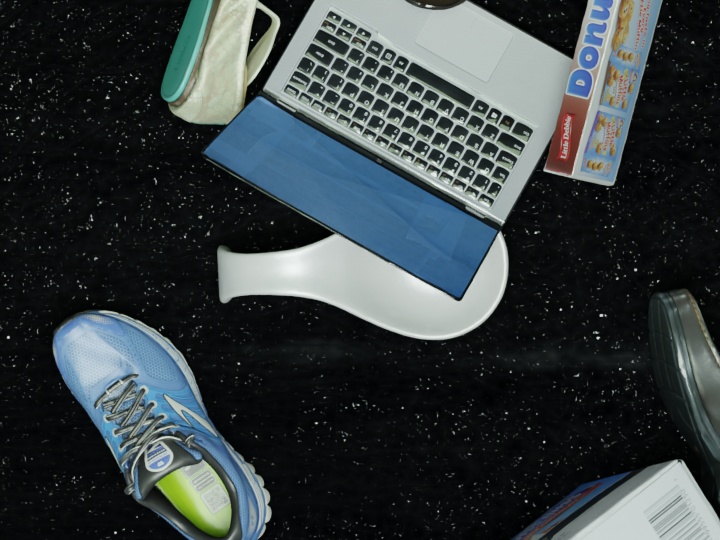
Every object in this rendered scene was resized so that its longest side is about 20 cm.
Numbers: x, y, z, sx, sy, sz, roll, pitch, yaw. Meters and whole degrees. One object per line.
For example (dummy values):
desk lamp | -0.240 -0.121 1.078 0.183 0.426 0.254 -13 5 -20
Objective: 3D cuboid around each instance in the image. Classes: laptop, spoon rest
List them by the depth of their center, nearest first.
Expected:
laptop | 0.028 -0.103 1.380 0.187 0.116 0.200 30 82 2
spoon rest | 0.000 0.000 1.438 0.199 0.061 0.100 -4 92 4

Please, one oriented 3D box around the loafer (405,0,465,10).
loafer | 0.031 -0.269 1.403 0.073 0.071 0.200 -18 93 -14

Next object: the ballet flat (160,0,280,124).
ballet flat | -0.079 -0.194 1.437 0.062 0.067 0.200 15 100 -26

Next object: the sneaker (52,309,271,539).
sneaker | -0.134 0.109 1.439 0.079 0.089 0.200 -41 91 4

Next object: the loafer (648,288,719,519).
loafer | 0.251 0.099 1.433 0.072 0.073 0.200 -23 102 -4

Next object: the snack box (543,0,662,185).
snack box | 0.170 -0.157 1.411 0.024 0.072 0.201 17 95 29

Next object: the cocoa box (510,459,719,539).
cocoa box | 0.183 0.246 1.391 0.133 0.131 0.200 -33 92 -26
